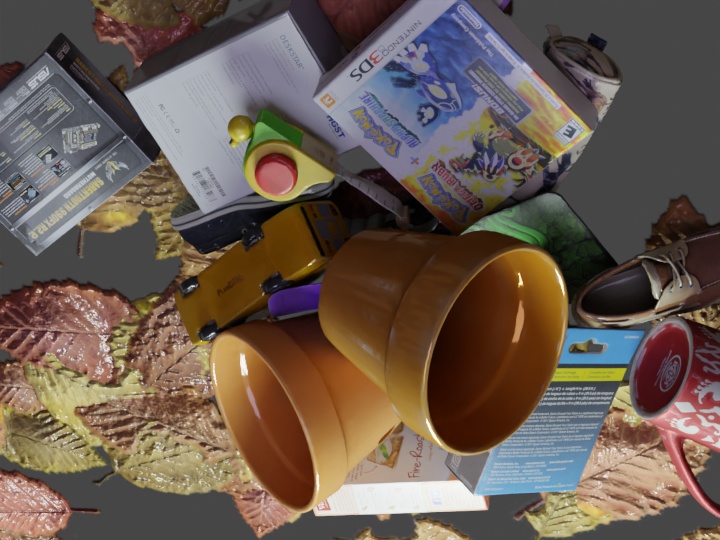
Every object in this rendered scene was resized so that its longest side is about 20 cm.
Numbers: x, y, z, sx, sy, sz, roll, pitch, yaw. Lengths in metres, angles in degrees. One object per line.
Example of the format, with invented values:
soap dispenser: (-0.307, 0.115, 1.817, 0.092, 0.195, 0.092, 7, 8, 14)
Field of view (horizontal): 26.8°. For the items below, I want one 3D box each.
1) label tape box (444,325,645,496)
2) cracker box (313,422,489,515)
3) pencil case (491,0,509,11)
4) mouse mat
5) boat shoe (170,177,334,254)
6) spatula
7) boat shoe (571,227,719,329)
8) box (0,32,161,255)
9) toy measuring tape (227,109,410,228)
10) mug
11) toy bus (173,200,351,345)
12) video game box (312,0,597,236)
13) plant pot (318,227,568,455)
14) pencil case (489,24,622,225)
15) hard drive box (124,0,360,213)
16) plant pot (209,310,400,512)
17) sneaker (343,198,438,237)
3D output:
label tape box: (0.188, 0.130, 1.548, 0.143, 0.063, 0.202, 3, 117, -36)
cracker box: (0.046, 0.199, 1.666, 0.197, 0.135, 0.058, -5, 133, 15)
pencil case: (0.059, -0.302, 1.372, 0.200, 0.084, 0.085, 45, 144, -16)
mouse mat: (0.167, -0.007, 1.533, 0.159, 0.008, 0.200, -21, 142, 23)
boat shoe: (-0.107, -0.063, 1.568, 0.198, 0.075, 0.063, -16, 118, 29)
spatula: (0.000, 0.000, 1.512, 0.198, 0.021, 0.057, -26, 155, -10)
boat shoe: (0.304, 0.011, 1.502, 0.198, 0.072, 0.076, -26, 78, 10)
box: (-0.328, -0.129, 1.585, 0.199, 0.049, 0.158, -34, 111, 29)
toy measuring tape: (-0.048, -0.084, 1.454, 0.199, 0.074, 0.074, 32, 124, -16)
mug: (0.378, 0.148, 1.515, 0.198, 0.180, 0.133, 21, 157, -20)
toy bus: (-0.102, 0.004, 1.533, 0.199, 0.078, 0.066, -35, 74, 37)
video game box: (0.085, -0.153, 1.388, 0.200, 0.047, 0.182, 42, 126, -15)
plant pot: (0.065, 0.045, 1.420, 0.182, 0.199, 0.202, 24, 135, 41)
pencil case: (0.175, -0.134, 1.456, 0.077, 0.090, 0.201, -6, 138, -38)
hard drive box: (-0.106, -0.168, 1.495, 0.198, 0.077, 0.157, -20, 117, 24)
plant pot: (-0.046, 0.127, 1.554, 0.200, 0.139, 0.202, 42, 146, 37)
sneaker: (-0.004, -0.013, 1.582, 0.197, 0.067, 0.091, -10, 118, 16)
